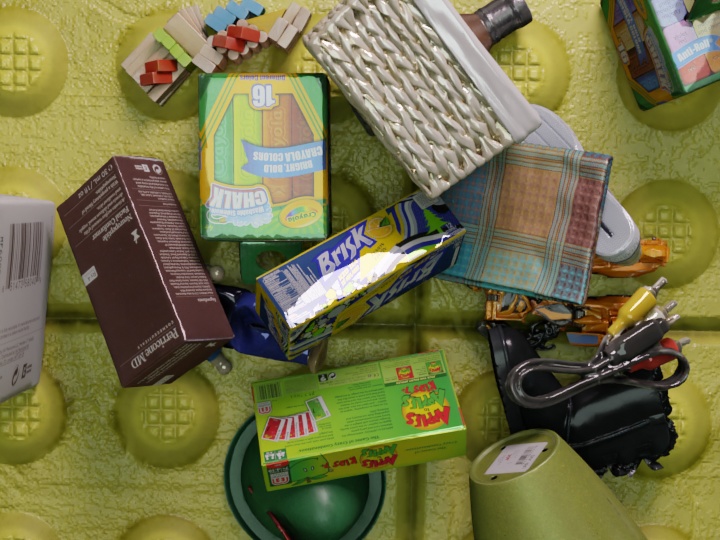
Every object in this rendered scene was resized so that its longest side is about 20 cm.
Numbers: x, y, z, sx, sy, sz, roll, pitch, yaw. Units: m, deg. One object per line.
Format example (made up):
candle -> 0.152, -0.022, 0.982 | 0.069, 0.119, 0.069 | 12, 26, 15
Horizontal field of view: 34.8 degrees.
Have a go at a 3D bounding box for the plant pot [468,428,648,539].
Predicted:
plant pot -> 0.185, 0.260, 1.096 | 0.186, 0.187, 0.201 | -24, 103, 2

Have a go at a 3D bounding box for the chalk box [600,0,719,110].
chalk box -> 0.318, -0.236, 1.065 | 0.124, 0.200, 0.125 | -22, 93, 2

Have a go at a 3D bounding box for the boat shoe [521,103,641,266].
boat shoe -> 0.205, -0.079, 1.132 | 0.072, 0.062, 0.201 | -35, 61, 8

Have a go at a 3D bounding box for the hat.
hat -> -0.049, 0.233, 1.114 | 0.166, 0.176, 0.200 | -44, 93, 2

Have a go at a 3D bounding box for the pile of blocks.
pile of blocks -> -0.146, -0.233, 1.142 | 0.199, 0.062, 0.083 | -22, 93, 1

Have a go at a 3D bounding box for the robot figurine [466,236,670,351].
robot figurine -> 0.207, 0.014, 1.160 | 0.198, 0.058, 0.146 | 1, 91, 0

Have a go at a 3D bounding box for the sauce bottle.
sauce bottle -> 0.077, -0.212, 1.143 | 0.199, 0.065, 0.065 | -35, 93, 1

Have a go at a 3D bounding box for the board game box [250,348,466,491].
board game box -> -0.003, 0.147, 1.137 | 0.198, 0.102, 0.048 | -10, 137, -4

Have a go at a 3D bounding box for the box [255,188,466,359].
box -> 0.000, 0.000, 1.086 | 0.199, 0.070, 0.064 | -29, 68, -19

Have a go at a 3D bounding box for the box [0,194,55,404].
box -> -0.405, 0.022, 1.089 | 0.170, 0.199, 0.202 | 7, 94, 0

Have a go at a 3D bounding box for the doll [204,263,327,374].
doll -> -0.131, 0.050, 1.151 | 0.198, 0.049, 0.137 | 16, 130, 12

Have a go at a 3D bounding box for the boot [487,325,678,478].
boot -> 0.222, 0.125, 1.143 | 0.161, 0.073, 0.200 | -15, 113, 7

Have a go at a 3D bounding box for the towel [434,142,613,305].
towel -> 0.140, -0.053, 1.117 | 0.199, 0.022, 0.148 | 12, 94, 37

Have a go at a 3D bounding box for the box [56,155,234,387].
box -> -0.210, 0.001, 1.106 | 0.100, 0.075, 0.201 | -35, 72, 30

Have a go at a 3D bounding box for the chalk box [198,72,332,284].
chalk box -> -0.089, -0.086, 1.121 | 0.124, 0.124, 0.202 | -1, 94, 1

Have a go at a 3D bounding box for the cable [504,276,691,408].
cable -> 0.233, 0.091, 1.099 | 0.199, 0.050, 0.098 | -27, 96, -8

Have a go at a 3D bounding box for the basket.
basket -> 0.049, -0.176, 1.046 | 0.123, 0.136, 0.200 | -40, 103, 6
